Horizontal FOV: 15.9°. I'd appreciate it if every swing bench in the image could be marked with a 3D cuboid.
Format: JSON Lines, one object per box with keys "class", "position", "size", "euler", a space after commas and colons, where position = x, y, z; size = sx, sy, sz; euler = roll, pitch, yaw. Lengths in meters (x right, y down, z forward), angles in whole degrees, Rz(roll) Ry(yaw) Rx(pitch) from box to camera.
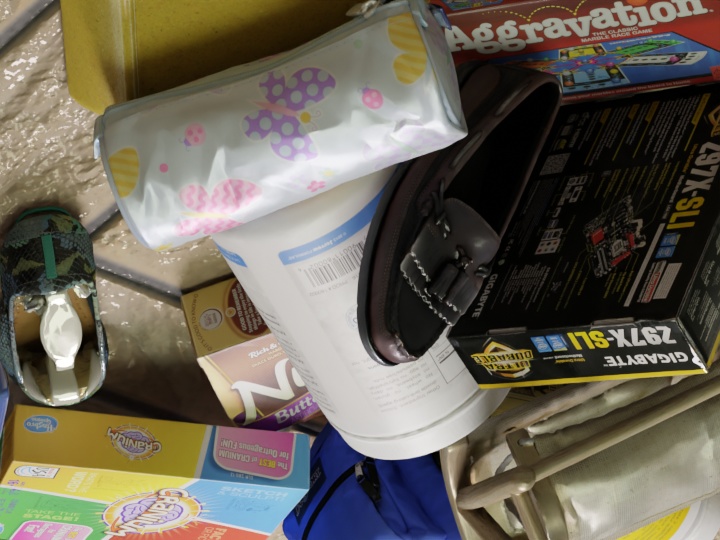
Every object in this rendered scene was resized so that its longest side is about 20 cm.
{"class": "swing bench", "position": [0.167, 0.119, 1.552], "size": [0.198, 0.200, 0.130], "euler": [-24, 102, -12]}

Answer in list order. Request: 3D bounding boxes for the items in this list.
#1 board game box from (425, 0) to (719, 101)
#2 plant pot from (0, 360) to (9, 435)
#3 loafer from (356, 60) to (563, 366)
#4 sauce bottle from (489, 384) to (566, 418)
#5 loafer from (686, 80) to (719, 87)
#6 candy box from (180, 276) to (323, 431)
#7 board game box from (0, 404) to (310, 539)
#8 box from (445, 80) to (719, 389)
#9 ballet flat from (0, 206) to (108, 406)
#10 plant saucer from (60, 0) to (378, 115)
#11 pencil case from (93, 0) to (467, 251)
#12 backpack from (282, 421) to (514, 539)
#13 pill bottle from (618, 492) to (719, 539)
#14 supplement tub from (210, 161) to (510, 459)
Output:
{"class": "board game box", "position": [0.129, -0.135, 1.482], "size": [0.199, 0.020, 0.103], "euler": [-7, 147, 18]}
{"class": "plant pot", "position": [-0.309, 0.066, 1.471], "size": [0.179, 0.201, 0.200], "euler": [-7, 144, -24]}
{"class": "loafer", "position": [0.056, -0.037, 1.435], "size": [0.063, 0.201, 0.072], "euler": [-2, 144, 37]}
{"class": "sauce bottle", "position": [0.113, 0.088, 1.688], "size": [0.199, 0.065, 0.065], "euler": [12, 137, -28]}
{"class": "loafer", "position": [0.238, -0.098, 1.595], "size": [0.063, 0.072, 0.200], "euler": [-27, 148, 22]}
{"class": "candy box", "position": [-0.006, 0.033, 1.678], "size": [0.199, 0.057, 0.117], "euler": [-20, 146, 1]}
{"class": "board game box", "position": [-0.149, 0.144, 1.724], "size": [0.199, 0.041, 0.153], "euler": [7, 154, -16]}
{"class": "box", "position": [0.156, -0.023, 1.493], "size": [0.159, 0.201, 0.049], "euler": [-5, 133, 37]}
{"class": "ballet flat", "position": [-0.191, 0.044, 1.600], "size": [0.074, 0.075, 0.200], "euler": [-13, 146, -7]}
{"class": "plant saucer", "position": [-0.062, -0.149, 1.385], "size": [0.199, 0.049, 0.201], "euler": [-7, 144, -7]}
{"class": "pencil case", "position": [-0.041, -0.080, 1.374], "size": [0.199, 0.083, 0.091], "euler": [-21, 138, 12]}
{"class": "backpack", "position": [0.037, 0.159, 1.747], "size": [0.167, 0.200, 0.163], "euler": [17, 119, -34]}
{"class": "pill bottle", "position": [0.181, 0.149, 1.873], "size": [0.111, 0.112, 0.200], "euler": [-36, 141, 25]}
{"class": "supplement tub", "position": [0.000, 0.000, 1.522], "size": [0.131, 0.132, 0.200], "euler": [-24, 127, 9]}
